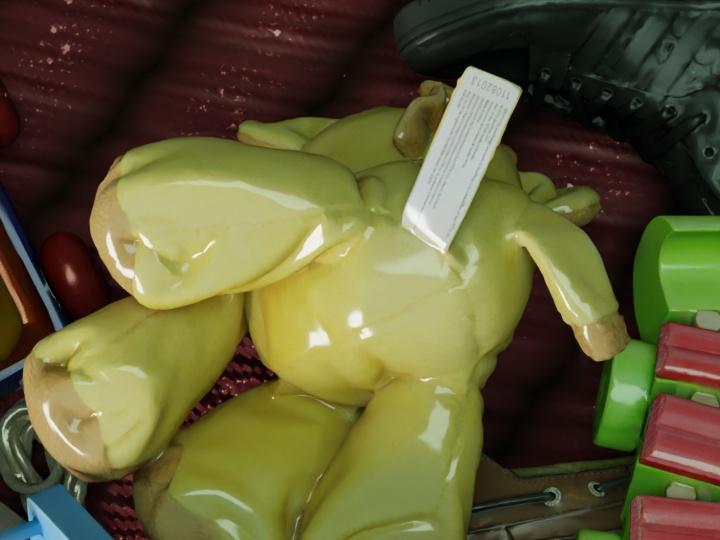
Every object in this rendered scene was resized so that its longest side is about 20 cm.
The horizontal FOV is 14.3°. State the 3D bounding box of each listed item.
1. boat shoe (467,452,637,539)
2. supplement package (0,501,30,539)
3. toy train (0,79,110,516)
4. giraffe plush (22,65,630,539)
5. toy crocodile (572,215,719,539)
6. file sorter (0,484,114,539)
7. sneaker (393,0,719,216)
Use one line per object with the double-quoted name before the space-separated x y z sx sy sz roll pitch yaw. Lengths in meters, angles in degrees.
"boat shoe" 0.036 0.101 1.001 0.199 0.072 0.068 -2 64 -3
"supplement package" -0.217 0.137 0.974 0.121 0.120 0.200 37 88 5
"toy train" -0.131 0.018 0.981 0.084 0.116 0.201 -28 86 0
"giraffe plush" 0.000 0.000 0.966 0.172 0.162 0.200 41 107 -4
"toy crocodile" 0.107 0.071 0.943 0.067 0.062 0.201 10 53 2
"file sorter" -0.105 0.200 0.893 0.122 0.139 0.201 -20 125 -28
"sneaker" 0.115 -0.056 1.007 0.199 0.060 0.105 -7 82 -2
